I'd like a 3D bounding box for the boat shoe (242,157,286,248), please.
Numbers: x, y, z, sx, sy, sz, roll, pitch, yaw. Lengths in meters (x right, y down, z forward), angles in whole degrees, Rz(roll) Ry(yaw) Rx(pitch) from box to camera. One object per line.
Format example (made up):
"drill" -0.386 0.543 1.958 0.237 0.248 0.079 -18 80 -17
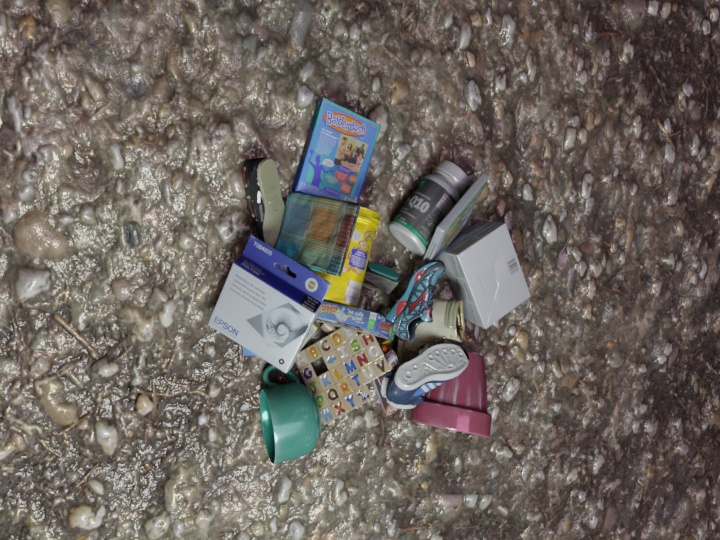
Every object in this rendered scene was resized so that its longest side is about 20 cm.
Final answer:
"boat shoe" -0.201 -0.133 1.129 0.073 0.061 0.209 -36 128 -49

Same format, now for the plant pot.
"plant pot" 0.229 0.294 1.310 0.194 0.199 0.186 16 77 -23

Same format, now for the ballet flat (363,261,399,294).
"ballet flat" 0.000 0.000 1.231 0.195 0.068 0.064 27 119 -21

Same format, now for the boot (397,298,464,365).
"boot" 0.168 0.161 1.273 0.071 0.150 0.209 -4 100 -60

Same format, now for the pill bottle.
"pill bottle" 0.164 -0.146 1.248 0.113 0.113 0.202 41 82 -22

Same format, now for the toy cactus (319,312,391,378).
"toy cactus" -0.024 0.171 1.238 0.163 0.102 0.203 36 92 -13

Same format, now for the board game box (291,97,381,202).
"board game box" -0.052 -0.248 1.178 0.148 0.045 0.207 18 91 -23

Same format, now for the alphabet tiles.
"alphabet tiles" -0.037 0.222 1.197 0.196 0.008 0.171 -30 82 12

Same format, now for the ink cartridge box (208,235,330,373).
"ink cartridge box" -0.183 0.069 1.068 0.195 0.041 0.205 28 105 4

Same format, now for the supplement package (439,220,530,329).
"supplement package" 0.305 0.006 1.330 0.153 0.110 0.205 -30 109 -15

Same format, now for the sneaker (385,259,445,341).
"sneaker" 0.143 0.074 1.213 0.078 0.096 0.203 10 118 -51

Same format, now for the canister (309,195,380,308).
"canister" -0.049 -0.034 1.132 0.143 0.087 0.208 15 82 -5

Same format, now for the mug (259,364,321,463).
"mug" -0.151 0.310 1.165 0.110 0.151 0.193 -6 101 -21

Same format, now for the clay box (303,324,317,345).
"clay box" -0.200 0.102 1.169 0.116 0.047 0.200 -48 111 -6

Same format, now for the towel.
"towel" -0.094 -0.078 1.082 0.021 0.195 0.152 19 86 -51

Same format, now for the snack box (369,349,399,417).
"snack box" 0.069 0.271 1.270 0.071 0.024 0.204 -31 136 -14

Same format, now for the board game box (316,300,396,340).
"board game box" -0.034 0.099 1.125 0.135 0.193 0.036 39 65 -65

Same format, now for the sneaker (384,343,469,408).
"sneaker" 0.145 0.250 1.233 0.194 0.082 0.149 -16 148 -24

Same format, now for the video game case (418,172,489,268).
"video game case" 0.211 -0.103 1.223 0.022 0.184 0.201 35 61 12

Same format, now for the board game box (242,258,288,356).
"board game box" -0.198 0.077 1.111 0.098 0.019 0.209 0 102 -1
